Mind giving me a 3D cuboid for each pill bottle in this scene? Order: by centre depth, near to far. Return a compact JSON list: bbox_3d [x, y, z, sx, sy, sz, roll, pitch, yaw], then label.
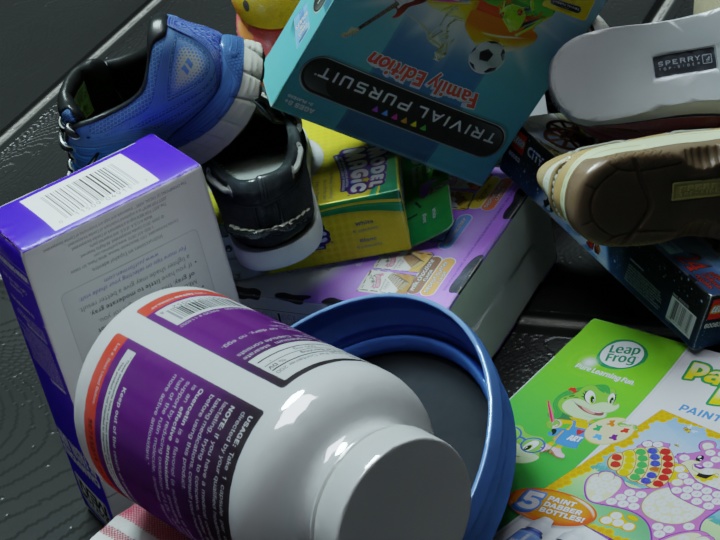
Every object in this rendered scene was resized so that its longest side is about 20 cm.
[{"bbox_3d":[-0.042,0.084,0.835,0.112,0.113,0.200,-32,33,-28],"label":"pill bottle"}]

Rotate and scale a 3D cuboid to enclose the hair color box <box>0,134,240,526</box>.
[{"bbox_3d":[-0.121,0.040,0.972,0.109,0.201,0.065,-27,32,-22],"label":"hair color box"}]

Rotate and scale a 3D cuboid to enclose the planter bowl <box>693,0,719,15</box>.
[{"bbox_3d":[0.301,-0.138,1.140,0.199,0.200,0.135,7,64,30],"label":"planter bowl"}]

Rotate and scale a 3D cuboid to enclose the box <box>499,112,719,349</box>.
[{"bbox_3d":[0.193,-0.033,1.057,0.136,0.038,0.200,-9,37,-30],"label":"box"}]

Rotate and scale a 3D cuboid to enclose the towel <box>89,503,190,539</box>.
[{"bbox_3d":[-0.124,0.197,0.854,0.200,0.030,0.146,-43,39,-21],"label":"towel"}]

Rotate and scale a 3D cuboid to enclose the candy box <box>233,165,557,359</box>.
[{"bbox_3d":[0.000,0.000,1.118,0.199,0.072,0.168,6,36,28],"label":"candy box"}]

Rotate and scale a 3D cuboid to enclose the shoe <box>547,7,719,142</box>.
[{"bbox_3d":[0.211,-0.112,1.025,0.199,0.072,0.091,-5,-5,13],"label":"shoe"}]

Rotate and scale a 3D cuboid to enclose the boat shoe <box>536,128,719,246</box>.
[{"bbox_3d":[0.194,-0.053,0.993,0.199,0.072,0.076,2,16,-22],"label":"boat shoe"}]

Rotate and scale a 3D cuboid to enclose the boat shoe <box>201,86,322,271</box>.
[{"bbox_3d":[-0.064,-0.076,1.049,0.075,0.061,0.200,-20,34,-8],"label":"boat shoe"}]

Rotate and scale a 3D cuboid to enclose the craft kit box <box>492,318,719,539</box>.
[{"bbox_3d":[0.149,0.113,0.908,0.199,0.049,0.197,15,38,38],"label":"craft kit box"}]

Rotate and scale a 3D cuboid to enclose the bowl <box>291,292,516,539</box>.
[{"bbox_3d":[-0.009,0.107,0.906,0.200,0.039,0.201,-23,44,24],"label":"bowl"}]

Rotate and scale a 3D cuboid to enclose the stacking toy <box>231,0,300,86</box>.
[{"bbox_3d":[-0.042,-0.188,1.178,0.145,0.200,0.147,-16,45,17],"label":"stacking toy"}]

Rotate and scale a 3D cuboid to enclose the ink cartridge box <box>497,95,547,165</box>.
[{"bbox_3d":[0.051,-0.177,1.178,0.040,0.199,0.201,-27,45,30],"label":"ink cartridge box"}]

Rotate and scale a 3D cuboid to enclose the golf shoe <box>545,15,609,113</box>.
[{"bbox_3d":[0.148,-0.167,1.327,0.094,0.078,0.200,-15,32,-4],"label":"golf shoe"}]

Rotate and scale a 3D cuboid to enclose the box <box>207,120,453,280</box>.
[{"bbox_3d":[-0.044,-0.047,1.095,0.199,0.049,0.118,-9,33,4],"label":"box"}]

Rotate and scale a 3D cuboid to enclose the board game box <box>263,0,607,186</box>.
[{"bbox_3d":[0.055,-0.158,1.025,0.150,0.200,0.047,18,31,-25],"label":"board game box"}]

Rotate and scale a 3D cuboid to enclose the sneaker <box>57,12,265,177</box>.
[{"bbox_3d":[-0.141,-0.077,1.012,0.200,0.089,0.079,-45,30,32],"label":"sneaker"}]
